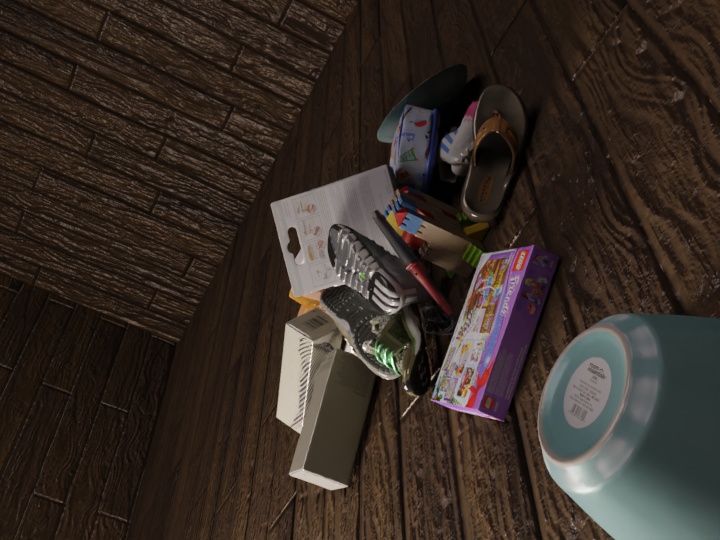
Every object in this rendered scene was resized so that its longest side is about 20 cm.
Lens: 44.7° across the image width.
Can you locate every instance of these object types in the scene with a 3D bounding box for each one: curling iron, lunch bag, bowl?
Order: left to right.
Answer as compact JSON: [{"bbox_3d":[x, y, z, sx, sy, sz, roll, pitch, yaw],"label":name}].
[{"bbox_3d":[0.069,0.003,1.198,0.049,0.201,0.026,-31,-6,6],"label":"curling iron"},{"bbox_3d":[0.086,-0.165,1.469,0.200,0.075,0.161,97,179,-58],"label":"lunch bag"},{"bbox_3d":[0.213,0.115,0.682,0.201,0.105,0.201,-57,19,32],"label":"bowl"}]

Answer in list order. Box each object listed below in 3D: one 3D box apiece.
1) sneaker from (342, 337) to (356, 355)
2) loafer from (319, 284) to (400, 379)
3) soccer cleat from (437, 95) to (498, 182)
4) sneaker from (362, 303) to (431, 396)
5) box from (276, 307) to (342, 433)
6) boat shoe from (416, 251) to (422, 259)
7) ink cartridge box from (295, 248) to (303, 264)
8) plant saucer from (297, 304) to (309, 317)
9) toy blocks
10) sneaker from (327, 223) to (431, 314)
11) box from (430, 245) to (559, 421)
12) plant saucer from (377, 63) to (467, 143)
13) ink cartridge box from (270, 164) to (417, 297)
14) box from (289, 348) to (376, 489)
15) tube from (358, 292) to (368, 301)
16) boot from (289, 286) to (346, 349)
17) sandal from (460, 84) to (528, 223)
[{"bbox_3d":[-0.005,0.073,1.476,0.200,0.093,0.070,-60,17,22],"label":"sneaker"},{"bbox_3d":[0.013,0.096,1.353,0.075,0.070,0.200,-36,53,-5],"label":"loafer"},{"bbox_3d":[0.174,-0.193,1.334,0.200,0.069,0.087,139,143,-68],"label":"soccer cleat"},{"bbox_3d":[0.048,0.115,1.218,0.200,0.088,0.077,-90,-13,-66],"label":"sneaker"},{"bbox_3d":[-0.087,0.172,1.487,0.082,0.068,0.201,-26,-46,-43],"label":"box"},{"bbox_3d":[0.061,-0.041,1.466,0.202,0.075,0.075,22,91,51],"label":"boat shoe"},{"bbox_3d":[-0.040,-0.052,1.730,0.200,0.116,0.068,-57,19,28],"label":"ink cartridge box"},{"bbox_3d":[-0.089,0.127,1.697,0.200,0.032,0.202,-172,90,-66],"label":"plant saucer"},{"bbox_3d":[0.094,-0.066,1.267,0.100,0.136,0.200,-61,16,18],"label":"toy blocks"},{"bbox_3d":[0.038,-0.006,1.300,0.200,0.115,0.075,49,136,42],"label":"sneaker"},{"bbox_3d":[0.157,0.073,1.043,0.201,0.039,0.137,-69,15,-9],"label":"box"},{"bbox_3d":[0.119,-0.280,1.542,0.200,0.039,0.201,-35,-11,-8],"label":"plant saucer"},{"bbox_3d":[-0.024,-0.060,1.374,0.057,0.199,0.164,18,-124,-72],"label":"ink cartridge box"},{"bbox_3d":[-0.040,0.232,1.368,0.068,0.082,0.201,-36,33,60],"label":"box"},{"bbox_3d":[0.000,0.000,1.402,0.058,0.201,0.052,-32,-7,-15],"label":"tube"},{"bbox_3d":[-0.068,0.073,1.580,0.071,0.143,0.202,69,-138,-60],"label":"boot"},{"bbox_3d":[0.181,-0.166,1.207,0.055,0.081,0.201,57,-131,-73],"label":"sandal"}]
